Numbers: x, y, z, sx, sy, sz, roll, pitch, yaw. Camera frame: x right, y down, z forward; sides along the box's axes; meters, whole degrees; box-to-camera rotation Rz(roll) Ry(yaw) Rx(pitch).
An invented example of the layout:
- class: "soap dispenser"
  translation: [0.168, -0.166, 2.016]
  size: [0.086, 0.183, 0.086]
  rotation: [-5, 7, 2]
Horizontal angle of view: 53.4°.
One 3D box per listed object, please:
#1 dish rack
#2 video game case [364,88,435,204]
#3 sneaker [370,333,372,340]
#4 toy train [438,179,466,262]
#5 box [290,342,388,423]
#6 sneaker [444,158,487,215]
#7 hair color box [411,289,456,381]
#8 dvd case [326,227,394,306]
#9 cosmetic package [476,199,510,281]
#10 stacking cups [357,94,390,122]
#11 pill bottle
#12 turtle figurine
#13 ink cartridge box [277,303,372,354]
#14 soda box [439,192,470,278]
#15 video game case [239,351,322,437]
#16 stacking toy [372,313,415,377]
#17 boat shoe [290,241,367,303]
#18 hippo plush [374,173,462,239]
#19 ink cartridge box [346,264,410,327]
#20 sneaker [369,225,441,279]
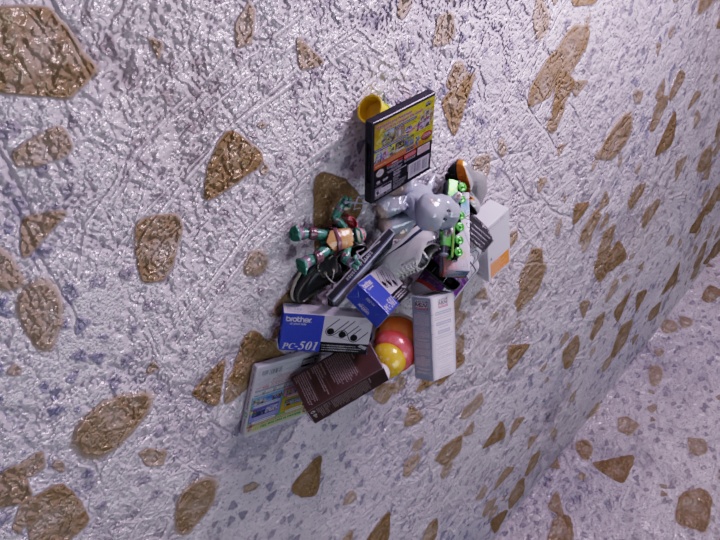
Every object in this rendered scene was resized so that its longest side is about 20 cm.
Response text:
- class: "dish rack"
  translation: [0.233, -0.061, 1.781]
  size: [0.200, 0.153, 0.055]
  rotation: [-48, 173, -12]
- class: "video game case"
  translation: [0.082, -0.258, 1.481]
  size: [0.199, 0.025, 0.183]
  rotation: [-34, 139, -36]
- class: "sneaker"
  translation: [-0.022, 0.155, 1.690]
  size: [0.199, 0.077, 0.071]
  rotation: [19, 100, -52]
- class: "toy train"
  translation: [0.214, -0.119, 1.677]
  size: [0.056, 0.042, 0.203]
  rotation: [11, 73, -17]
- class: "box"
  translation: [-0.047, 0.245, 1.620]
  size: [0.198, 0.101, 0.075]
  rotation: [-30, 145, -3]
- class: "sneaker"
  translation: [0.271, -0.228, 1.782]
  size: [0.093, 0.075, 0.200]
  rotation: [-57, 151, -15]
- class: "hair color box"
  translation: [0.179, 0.156, 1.736]
  size: [0.098, 0.060, 0.204]
  rotation: [-11, 102, -47]
- class: "dvd case"
  translation: [0.000, 0.000, 1.582]
  size: [0.200, 0.025, 0.150]
  rotation: [-47, 174, -8]
- class: "cosmetic package"
  translation: [0.355, -0.080, 1.971]
  size: [0.101, 0.071, 0.202]
  rotation: [-38, 138, -25]
- class: "stacking cups"
  translation: [0.066, -0.303, 1.505]
  size: [0.199, 0.060, 0.061]
  rotation: [22, 97, -58]
- class: "pill bottle"
  translation: [0.230, 0.005, 1.850]
  size: [0.201, 0.112, 0.113]
  rotation: [-51, 142, -11]
- class: "turtle figurine"
  translation: [-0.045, -0.064, 1.484]
  size: [0.198, 0.152, 0.101]
  rotation: [-17, 170, -27]
- class: "ink cartridge box"
  translation: [-0.076, 0.128, 1.554]
  size: [0.197, 0.044, 0.095]
  rotation: [5, 116, -13]
- class: "soda box"
  translation: [0.227, -0.086, 1.728]
  size: [0.064, 0.067, 0.204]
  rotation: [101, -10, -75]
- class: "video game case"
  translation: [-0.180, 0.275, 1.638]
  size: [0.198, 0.022, 0.185]
  rotation: [-10, 122, -46]
- class: "stacking toy"
  translation: [0.072, 0.207, 1.730]
  size: [0.200, 0.144, 0.148]
  rotation: [-47, 150, -58]
- class: "boat shoe"
  translation: [-0.069, -0.001, 1.540]
  size: [0.200, 0.067, 0.072]
  rotation: [-43, 142, -18]
- class: "hippo plush"
  translation: [0.142, -0.124, 1.619]
  size: [0.198, 0.160, 0.162]
  rotation: [-2, 116, -48]
- class: "ink cartridge box"
  translation: [0.043, 0.052, 1.580]
  size: [0.044, 0.094, 0.200]
  rotation: [-47, 175, 21]
- class: "sneaker"
  translation: [0.106, -0.021, 1.698]
  size: [0.200, 0.081, 0.076]
  rotation: [-43, 148, 5]
